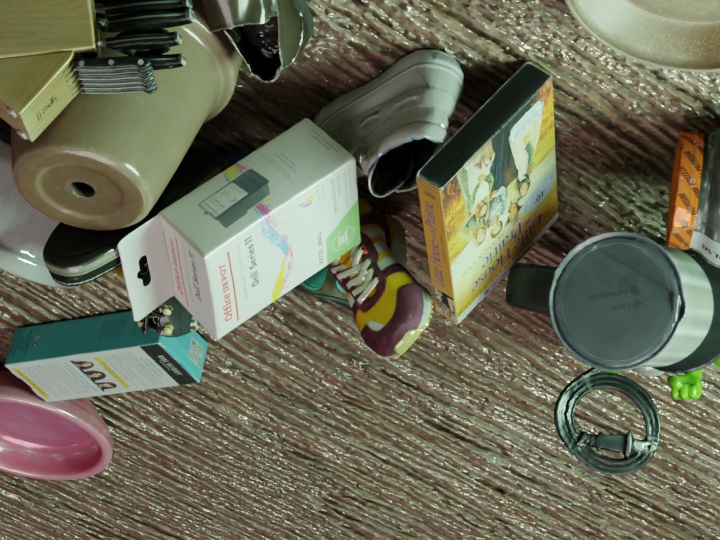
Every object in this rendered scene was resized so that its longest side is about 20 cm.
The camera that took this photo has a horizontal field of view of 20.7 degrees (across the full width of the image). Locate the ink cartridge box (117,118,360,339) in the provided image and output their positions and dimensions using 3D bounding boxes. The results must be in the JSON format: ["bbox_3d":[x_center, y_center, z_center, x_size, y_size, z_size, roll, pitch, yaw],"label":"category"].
[{"bbox_3d":[-0.097,-0.024,1.632,0.067,0.200,0.117,43,155,30],"label":"ink cartridge box"}]

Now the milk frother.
[{"bbox_3d":[0.226,0.076,1.706,0.180,0.200,0.188,-10,172,25],"label":"milk frother"}]

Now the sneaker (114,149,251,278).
[{"bbox_3d":[-0.140,-0.053,1.810,0.200,0.075,0.088,-25,164,31],"label":"sneaker"}]

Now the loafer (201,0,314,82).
[{"bbox_3d":[-0.091,-0.220,1.521,0.073,0.071,0.200,-7,144,25],"label":"loafer"}]

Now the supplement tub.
[{"bbox_3d":[0.354,-0.055,1.603,0.200,0.123,0.123,6,147,5],"label":"supplement tub"}]

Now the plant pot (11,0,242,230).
[{"bbox_3d":[-0.209,-0.134,1.593,0.200,0.175,0.200,8,147,5],"label":"plant pot"}]

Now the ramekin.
[{"bbox_3d":[-0.307,-0.075,1.706,0.202,0.202,0.094,26,101,-23],"label":"ramekin"}]

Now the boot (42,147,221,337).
[{"bbox_3d":[-0.184,0.001,1.678,0.073,0.204,0.154,19,128,28],"label":"boot"}]

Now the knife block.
[{"bbox_3d":[-0.234,-0.197,1.496,0.200,0.176,0.064,37,166,9],"label":"knife block"}]

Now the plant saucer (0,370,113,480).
[{"bbox_3d":[-0.373,0.171,2.218,0.200,0.051,0.201,8,148,5],"label":"plant saucer"}]

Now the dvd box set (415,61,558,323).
[{"bbox_3d":[0.110,-0.061,1.650,0.029,0.146,0.200,34,156,26],"label":"dvd box set"}]

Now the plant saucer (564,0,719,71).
[{"bbox_3d":[0.249,-0.223,1.454,0.200,0.037,0.200,8,147,5],"label":"plant saucer"}]

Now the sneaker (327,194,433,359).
[{"bbox_3d":[0.000,0.000,1.727,0.090,0.200,0.075,33,109,-28],"label":"sneaker"}]

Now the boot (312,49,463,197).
[{"bbox_3d":[0.011,-0.102,1.651,0.073,0.096,0.200,25,145,-22],"label":"boot"}]

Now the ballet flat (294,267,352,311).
[{"bbox_3d":[-0.043,-0.002,1.837,0.068,0.068,0.200,1,157,41],"label":"ballet flat"}]

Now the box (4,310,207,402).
[{"bbox_3d":[-0.267,0.088,2.064,0.200,0.049,0.082,-9,143,27],"label":"box"}]

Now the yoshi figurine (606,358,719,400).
[{"bbox_3d":[0.286,0.057,1.822,0.200,0.112,0.112,-18,122,40],"label":"yoshi figurine"}]
